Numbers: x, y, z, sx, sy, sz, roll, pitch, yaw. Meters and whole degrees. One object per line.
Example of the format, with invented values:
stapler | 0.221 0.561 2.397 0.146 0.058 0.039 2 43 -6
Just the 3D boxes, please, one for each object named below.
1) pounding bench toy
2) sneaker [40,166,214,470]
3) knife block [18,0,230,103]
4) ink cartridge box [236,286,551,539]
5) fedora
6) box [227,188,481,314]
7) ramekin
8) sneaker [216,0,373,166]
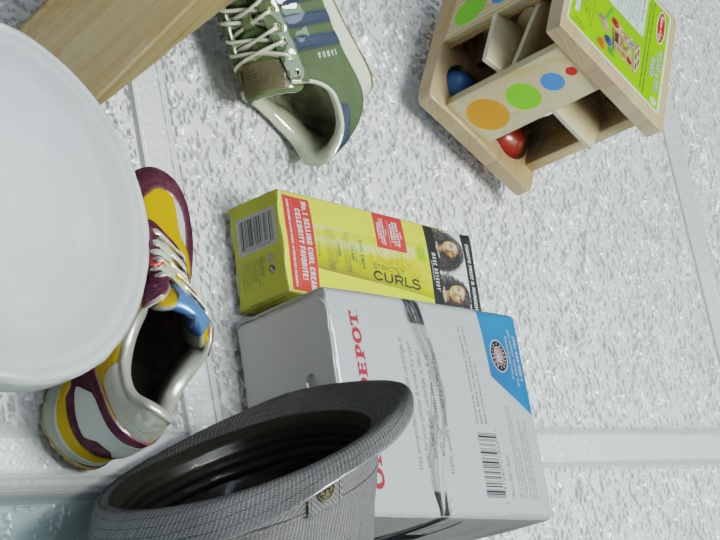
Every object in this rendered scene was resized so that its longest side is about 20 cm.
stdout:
pounding bench toy | 0.145 -0.186 1.380 0.124 0.156 0.201 40 45 -29
sneaker | -0.116 0.018 1.021 0.075 0.090 0.201 34 49 -35
knife block | -0.095 -0.200 1.042 0.064 0.176 0.200 47 57 -1
ink cartridge box | 0.023 0.099 1.152 0.200 0.084 0.145 10 64 -48
fedora | -0.051 0.138 0.980 0.200 0.176 0.091 -29 106 -51
box | 0.000 0.000 1.201 0.200 0.050 0.076 12 64 -46
ramekin | -0.215 -0.026 0.923 0.202 0.094 0.203 25 55 -41
sneaker | -0.056 -0.153 1.180 0.200 0.067 0.090 54 38 -38
